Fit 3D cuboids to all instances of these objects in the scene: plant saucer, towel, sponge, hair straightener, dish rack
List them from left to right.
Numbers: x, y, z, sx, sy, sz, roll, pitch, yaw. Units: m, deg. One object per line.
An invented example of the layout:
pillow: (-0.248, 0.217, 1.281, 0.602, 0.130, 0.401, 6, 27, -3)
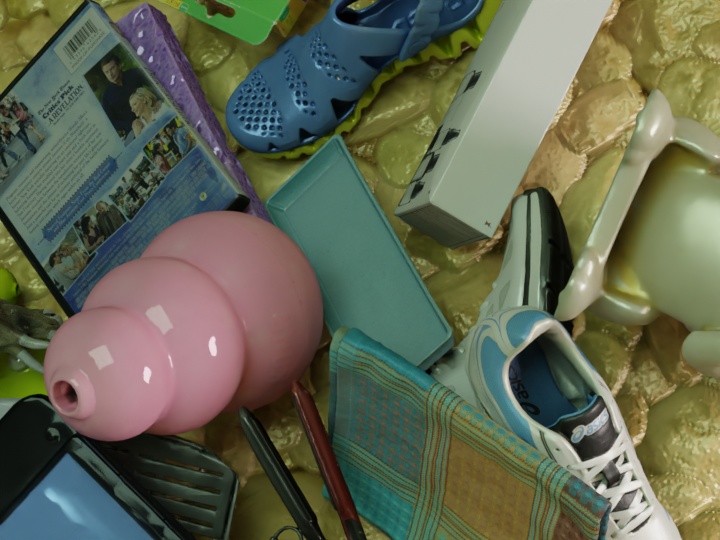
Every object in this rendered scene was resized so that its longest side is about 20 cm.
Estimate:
dish rack: (-0.156, 0.191, 1.611, 0.153, 0.055, 0.201, 13, 93, 9)
sponge: (-0.138, -0.067, 1.754, 0.111, 0.030, 0.201, -37, 61, 17)
hair straightener: (-0.030, 0.171, 1.588, 0.077, 0.041, 0.201, -23, 90, 3)
plant saucer: (0.000, 0.000, 1.662, 0.070, 0.019, 0.200, -43, 43, 14)
towel: (0.056, 0.131, 1.559, 0.200, 0.147, 0.022, 34, 51, 27)

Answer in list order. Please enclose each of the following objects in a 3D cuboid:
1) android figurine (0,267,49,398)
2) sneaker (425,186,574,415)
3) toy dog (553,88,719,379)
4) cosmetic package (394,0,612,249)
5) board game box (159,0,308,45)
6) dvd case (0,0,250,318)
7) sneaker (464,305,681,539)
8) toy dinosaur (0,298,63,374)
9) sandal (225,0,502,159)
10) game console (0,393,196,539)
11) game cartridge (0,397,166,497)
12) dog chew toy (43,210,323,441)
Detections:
android figurine: (-0.259, 0.086, 1.742, 0.199, 0.041, 0.183, -1, 69, 21)
sneaker: (0.066, 0.046, 1.621, 0.115, 0.076, 0.202, -1, 71, 17)
toy dog: (0.227, 0.008, 1.542, 0.199, 0.194, 0.140, 25, 88, 7)
cosmetic package: (0.094, -0.114, 1.667, 0.050, 0.083, 0.201, 30, 78, -13)
board game box: (-0.047, -0.242, 1.772, 0.095, 0.030, 0.200, 26, 77, 29)
dvd case: (-0.172, -0.062, 1.744, 0.143, 0.018, 0.200, -46, 59, 13)
sneaker: (0.128, 0.110, 1.530, 0.072, 0.072, 0.200, -36, 99, -18)
toy dinosaur: (-0.292, 0.045, 1.705, 0.199, 0.077, 0.103, -24, 55, 8)
sandal: (-0.006, -0.148, 1.721, 0.200, 0.087, 0.080, -36, 63, 5)
game console: (-0.186, 0.196, 1.532, 0.200, 0.118, 0.171, 44, 97, 8)
game cartridge: (-0.219, 0.146, 1.666, 0.199, 0.041, 0.134, -2, 87, 10)
dog chew toy: (-0.111, 0.041, 1.601, 0.124, 0.200, 0.125, 14, 116, 31)
